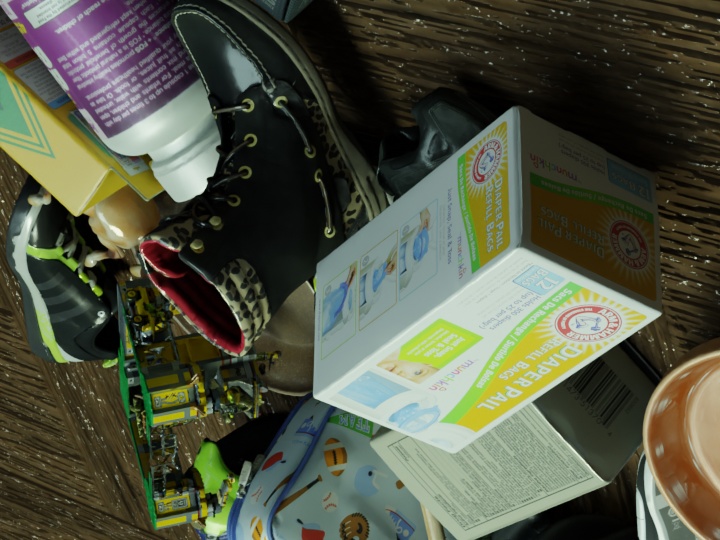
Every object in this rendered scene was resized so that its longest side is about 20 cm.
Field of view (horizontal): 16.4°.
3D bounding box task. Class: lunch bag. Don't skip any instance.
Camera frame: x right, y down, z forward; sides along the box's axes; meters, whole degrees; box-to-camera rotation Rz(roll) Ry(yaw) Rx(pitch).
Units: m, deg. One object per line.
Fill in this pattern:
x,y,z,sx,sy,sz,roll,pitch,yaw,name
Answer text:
0.000,0.188,1.793,0.200,0.161,0.075,42,154,-23,lunch bag

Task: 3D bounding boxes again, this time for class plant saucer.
0.266,0.114,1.487,0.199,0.032,0.201,19,136,19,plant saucer
-0.086,0.003,1.816,0.200,0.037,0.201,32,149,22,plant saucer

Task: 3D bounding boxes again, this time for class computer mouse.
0.215,0.168,1.611,0.044,0.109,0.201,-128,25,-56,computer mouse

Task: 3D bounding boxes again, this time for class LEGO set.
-0.104,0.082,1.765,0.201,0.115,0.154,91,164,-45,LEGO set

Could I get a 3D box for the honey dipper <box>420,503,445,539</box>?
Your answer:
0.047,0.154,1.766,0.038,0.038,0.201,-1,106,51,honey dipper

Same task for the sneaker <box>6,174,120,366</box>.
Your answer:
-0.221,0.000,1.956,0.082,0.072,0.201,8,141,11,sneaker

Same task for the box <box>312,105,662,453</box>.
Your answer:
0.073,0.009,1.469,0.112,0.102,0.200,23,140,-28,box

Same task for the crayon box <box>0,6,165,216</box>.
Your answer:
-0.204,-0.116,1.715,0.200,0.126,0.052,42,119,5,crayon box

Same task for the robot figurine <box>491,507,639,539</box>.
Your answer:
0.149,0.243,1.739,0.124,0.151,0.200,19,151,-10,robot figurine

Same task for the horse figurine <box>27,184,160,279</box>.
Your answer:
-0.197,-0.054,1.803,0.200,0.050,0.133,48,156,4,horse figurine

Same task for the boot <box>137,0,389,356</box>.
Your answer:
-0.081,-0.061,1.538,0.073,0.151,0.200,-1,131,49,boot

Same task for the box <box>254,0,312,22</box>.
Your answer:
-0.093,-0.261,1.481,0.200,0.051,0.158,38,149,10,box

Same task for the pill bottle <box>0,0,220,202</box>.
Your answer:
-0.148,-0.147,1.628,0.200,0.112,0.112,54,149,-14,pill bottle

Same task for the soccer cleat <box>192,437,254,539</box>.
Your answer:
-0.032,0.168,1.868,0.199,0.082,0.067,8,-178,-17,soccer cleat

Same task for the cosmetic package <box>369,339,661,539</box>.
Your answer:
0.104,0.099,1.648,0.103,0.087,0.200,47,149,-7,cosmetic package

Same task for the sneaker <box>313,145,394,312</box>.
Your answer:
0.000,0.000,1.657,0.072,0.083,0.201,0,128,50,sneaker

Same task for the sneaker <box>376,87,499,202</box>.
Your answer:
0.047,-0.046,1.565,0.090,0.066,0.200,40,146,13,sneaker

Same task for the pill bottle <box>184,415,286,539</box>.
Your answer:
-0.048,0.223,1.965,0.112,0.112,0.201,-7,122,54,pill bottle
